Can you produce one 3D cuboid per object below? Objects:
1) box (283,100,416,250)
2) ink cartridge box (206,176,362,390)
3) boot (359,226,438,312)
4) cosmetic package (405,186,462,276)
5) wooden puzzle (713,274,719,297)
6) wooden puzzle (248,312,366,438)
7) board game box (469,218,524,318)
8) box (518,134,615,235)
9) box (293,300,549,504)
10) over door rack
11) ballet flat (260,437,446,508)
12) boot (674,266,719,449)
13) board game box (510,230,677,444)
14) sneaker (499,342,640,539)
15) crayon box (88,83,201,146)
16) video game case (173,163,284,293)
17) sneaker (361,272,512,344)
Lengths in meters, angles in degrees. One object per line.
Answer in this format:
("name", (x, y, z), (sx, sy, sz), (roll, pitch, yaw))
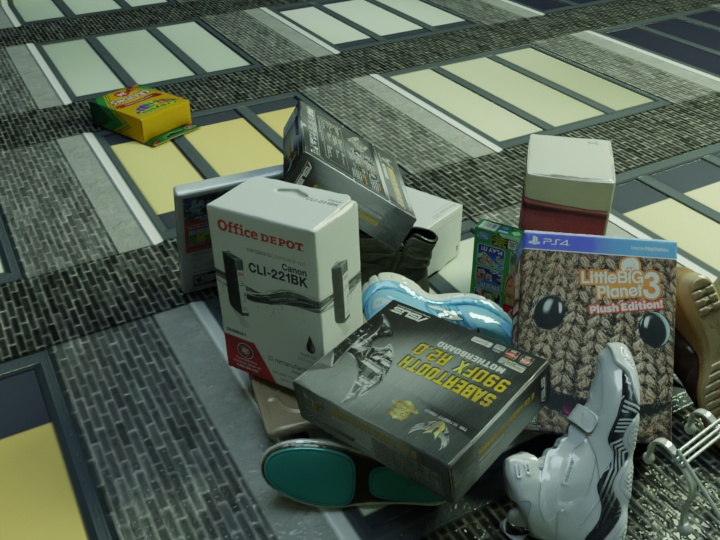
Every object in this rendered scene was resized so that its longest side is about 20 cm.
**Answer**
("box", (-0.019, -0.122, 1.002), (0.156, 0.049, 0.201), (29, 22, -20))
("ink cartridge box", (-0.077, 0.017, 0.875), (0.142, 0.204, 0.083), (15, 31, 30))
("boot", (0.000, 0.000, 1.046), (0.195, 0.133, 0.068), (-4, 33, -5))
("cosmetic package", (0.040, -0.069, 1.199), (0.197, 0.087, 0.107), (20, 35, 31))
("wooden puzzle", (0.461, 0.057, 0.928), (0.037, 0.201, 0.186), (32, 15, -33))
("wooden puzzle", (-0.035, 0.123, 0.942), (0.181, 0.047, 0.201), (-10, 29, -15))
("board game box", (0.229, 0.027, 0.997), (0.197, 0.137, 0.029), (18, 34, 28))
("box", (0.260, -0.057, 1.065), (0.106, 0.204, 0.129), (7, 32, 10))
("box", (0.057, 0.115, 0.784), (0.198, 0.049, 0.157), (20, 43, 40))
("over door rack", (0.369, 0.218, 0.749), (0.146, 0.067, 0.201), (-22, 61, -30))
("ballet flat", (0.000, 0.197, 0.814), (0.195, 0.071, 0.070), (4, 32, 0))
("boot", (0.373, 0.096, 0.922), (0.071, 0.205, 0.166), (-14, -3, -3))
("board game box", (0.239, 0.072, 0.856), (0.155, 0.205, 0.097), (4, -9, 7))
("sneaker", (0.193, 0.162, 0.757), (0.112, 0.205, 0.075), (8, -11, 10))
("crayon box", (-0.425, -0.310, 1.616), (0.197, 0.052, 0.126), (22, 39, 31))
("video game case", (-0.150, -0.059, 1.096), (0.196, 0.184, 0.023), (-14, 51, -21))
("sneaker", (0.091, 0.074, 0.962), (0.195, 0.080, 0.091), (13, 35, -7))
